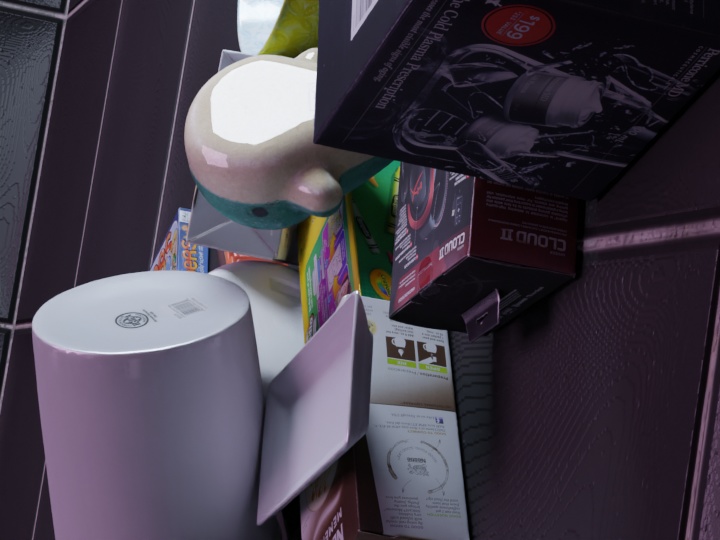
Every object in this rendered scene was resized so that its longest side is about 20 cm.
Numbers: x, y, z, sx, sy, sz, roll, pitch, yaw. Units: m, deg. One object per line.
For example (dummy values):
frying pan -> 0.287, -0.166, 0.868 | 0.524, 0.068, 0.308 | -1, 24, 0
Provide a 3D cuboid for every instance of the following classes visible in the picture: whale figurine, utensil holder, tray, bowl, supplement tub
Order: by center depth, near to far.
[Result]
tray -> -0.029, 0.097, 1.514 | 0.200, 0.022, 0.108 | 132, 144, -61
utensil holder -> -0.149, 0.120, 1.628 | 0.170, 0.169, 0.201 | -122, 25, -66
whale figurine -> -0.026, -0.091, 1.651 | 0.104, 0.199, 0.159 | 81, -177, -49
supplement tub -> -0.095, 0.106, 1.794 | 0.145, 0.145, 0.200 | -97, 24, -45
bowl -> -0.022, -0.257, 1.839 | 0.200, 0.107, 0.201 | -169, 90, -74

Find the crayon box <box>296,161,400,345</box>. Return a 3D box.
crayon box -> 0.000, 0.000, 1.695 | 0.200, 0.058, 0.119 | -96, 23, -44

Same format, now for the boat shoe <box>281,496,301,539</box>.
boat shoe -> -0.027, 0.213, 1.655 | 0.202, 0.063, 0.074 | -98, 26, -44

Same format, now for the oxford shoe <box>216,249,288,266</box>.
oxford shoe -> -0.105, -0.018, 2.042 | 0.073, 0.071, 0.200 | 110, 161, -44

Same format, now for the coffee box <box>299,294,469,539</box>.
coffee box -> 0.012, 0.132, 1.539 | 0.115, 0.079, 0.200 | 117, 157, -44

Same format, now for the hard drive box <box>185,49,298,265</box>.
hard drive box -> -0.074, -0.087, 1.841 | 0.200, 0.077, 0.156 | 19, -98, -83

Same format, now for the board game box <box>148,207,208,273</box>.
board game box -> -0.204, 0.045, 2.387 | 0.200, 0.034, 0.136 | 121, 153, -50

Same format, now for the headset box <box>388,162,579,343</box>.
headset box -> 0.079, -0.056, 1.436 | 0.149, 0.075, 0.201 | 138, 140, -64

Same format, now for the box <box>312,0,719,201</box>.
box -> 0.090, -0.141, 1.268 | 0.200, 0.182, 0.104 | 129, 147, -59
